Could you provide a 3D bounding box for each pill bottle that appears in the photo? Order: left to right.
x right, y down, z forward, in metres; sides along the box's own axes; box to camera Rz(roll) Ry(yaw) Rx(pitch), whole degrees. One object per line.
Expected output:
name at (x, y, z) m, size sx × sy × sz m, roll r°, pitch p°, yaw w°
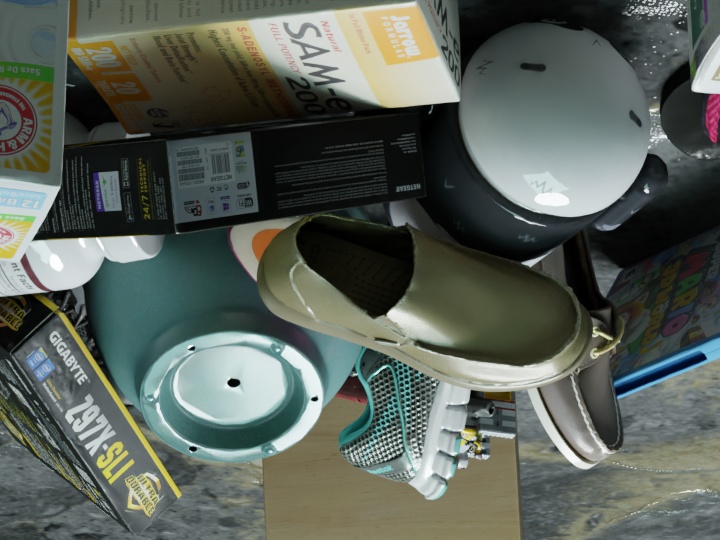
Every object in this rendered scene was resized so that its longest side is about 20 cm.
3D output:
pill bottle at (-0.227, -0.040, 1.574) m, size 0.199 × 0.114 × 0.113 m, roll -6°, pitch 156°, yaw 14°

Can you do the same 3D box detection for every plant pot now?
plant pot at (-0.084, 0.037, 1.638) m, size 0.199 × 0.135 × 0.201 m, roll -2°, pitch 132°, yaw -3°

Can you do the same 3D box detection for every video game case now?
video game case at (0.221, 0.021, 1.695) m, size 0.018 × 0.143 × 0.200 m, roll 45°, pitch 140°, yaw -15°

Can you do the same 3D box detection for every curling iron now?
curling iron at (0.003, 0.086, 1.796) m, size 0.199 × 0.026 × 0.050 m, roll 10°, pitch 179°, yaw 26°

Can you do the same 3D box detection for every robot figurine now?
robot figurine at (0.087, -0.069, 1.496) m, size 0.150 × 0.125 × 0.200 m, roll -21°, pitch 170°, yaw -32°

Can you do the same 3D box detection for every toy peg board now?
toy peg board at (0.032, 0.166, 1.976) m, size 0.199 × 0.200 × 0.098 m, roll -5°, pitch 172°, yaw 12°

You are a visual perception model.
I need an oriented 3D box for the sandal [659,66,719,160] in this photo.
sandal at (0.237, -0.106, 1.501) m, size 0.075 × 0.045 × 0.200 m, roll 8°, pitch 156°, yaw -19°

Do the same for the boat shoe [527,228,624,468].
boat shoe at (0.136, 0.029, 1.649) m, size 0.059 × 0.201 × 0.072 m, roll -17°, pitch 180°, yaw 29°

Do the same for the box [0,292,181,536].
box at (-0.216, 0.072, 1.689) m, size 0.160 × 0.049 × 0.200 m, roll 33°, pitch 159°, yaw 44°

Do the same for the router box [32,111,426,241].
router box at (-0.087, -0.052, 1.417) m, size 0.157 × 0.053 × 0.199 m, roll -2°, pitch -174°, yaw 44°

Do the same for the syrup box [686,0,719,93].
syrup box at (0.280, -0.142, 1.372) m, size 0.199 × 0.079 × 0.082 m, roll 3°, pitch 157°, yaw -6°

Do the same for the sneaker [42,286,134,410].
sneaker at (-0.191, 0.044, 1.768) m, size 0.199 × 0.116 × 0.075 m, roll 19°, pitch 151°, yaw -38°

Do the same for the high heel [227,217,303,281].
high heel at (0.000, 0.000, 1.596) m, size 0.199 × 0.096 × 0.068 m, roll 27°, pitch 104°, yaw -21°

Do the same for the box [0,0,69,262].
box at (-0.210, -0.117, 1.277) m, size 0.112 × 0.201 × 0.101 m, roll 8°, pitch 156°, yaw -17°

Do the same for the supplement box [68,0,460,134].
supplement box at (-0.053, -0.139, 1.388) m, size 0.199 × 0.074 × 0.126 m, roll -6°, pitch 157°, yaw 13°

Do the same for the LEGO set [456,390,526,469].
LEGO set at (0.063, 0.071, 1.826) m, size 0.153 × 0.116 × 0.200 m, roll 12°, pitch 154°, yaw -25°

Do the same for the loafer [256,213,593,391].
loafer at (0.037, 0.017, 1.456) m, size 0.199 × 0.076 × 0.067 m, roll 11°, pitch 160°, yaw 1°

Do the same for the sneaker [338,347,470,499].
sneaker at (0.034, 0.052, 1.710) m, size 0.091 × 0.201 × 0.078 m, roll 11°, pitch -173°, yaw -1°
